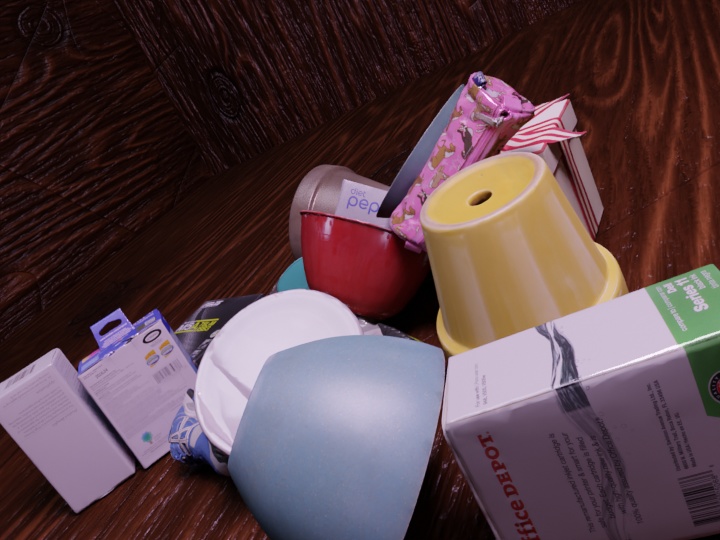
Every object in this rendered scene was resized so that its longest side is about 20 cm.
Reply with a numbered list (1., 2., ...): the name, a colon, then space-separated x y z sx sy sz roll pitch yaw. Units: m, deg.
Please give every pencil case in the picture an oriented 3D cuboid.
1. pencil case: 0.108 -0.113 0.686 0.085 0.083 0.202 -7 -44 -48

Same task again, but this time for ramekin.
1. ramekin: -0.078 0.131 0.691 0.196 0.095 0.206 -9 50 11

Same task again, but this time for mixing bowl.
1. mixing bowl: 0.000 0.000 0.820 0.199 0.196 0.111 13 88 61

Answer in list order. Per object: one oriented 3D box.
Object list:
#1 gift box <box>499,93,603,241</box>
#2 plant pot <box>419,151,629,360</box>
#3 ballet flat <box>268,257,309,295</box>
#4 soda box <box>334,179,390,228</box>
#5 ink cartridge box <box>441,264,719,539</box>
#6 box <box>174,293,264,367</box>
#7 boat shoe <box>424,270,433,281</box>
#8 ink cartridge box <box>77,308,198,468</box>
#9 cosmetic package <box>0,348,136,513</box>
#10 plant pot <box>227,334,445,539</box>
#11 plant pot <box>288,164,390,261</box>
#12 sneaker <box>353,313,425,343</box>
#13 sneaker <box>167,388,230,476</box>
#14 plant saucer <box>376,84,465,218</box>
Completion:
1. gift box: 0.219 -0.114 0.808 0.196 0.189 0.185 -16 24 33
2. plant pot: 0.150 0.000 0.616 0.197 0.191 0.202 -25 26 13
3. ballet flat: -0.114 0.052 0.992 0.201 0.072 0.072 -48 14 20
4. soda box: 0.059 -0.073 0.924 0.063 0.195 0.070 98 -172 -87
5. ink cartridge box: 0.171 0.107 0.422 0.196 0.149 0.083 -22 20 18
6. box: -0.290 0.124 1.158 0.197 0.048 0.194 -9 32 43
7. boat shoe: 0.038 0.016 0.940 0.195 0.075 0.062 -8 65 26
8. ink cartridge box: -0.309 0.155 0.888 0.135 0.203 0.076 -34 21 -16
9. cosmetic package: -0.413 0.224 0.868 0.100 0.203 0.074 -31 20 -9
10. plant pot: -0.028 0.137 0.496 0.200 0.131 0.205 20 -90 -90
11. plant pot: 0.002 -0.074 1.049 0.170 0.204 0.200 8 39 34
12. sneaker: 0.027 0.108 0.755 0.198 0.075 0.078 10 74 56
13. sneaker: -0.196 0.222 0.791 0.078 0.075 0.199 -57 26 -10
14. plant saucer: 0.090 -0.144 0.807 0.202 0.036 0.200 -55 -3 -4
